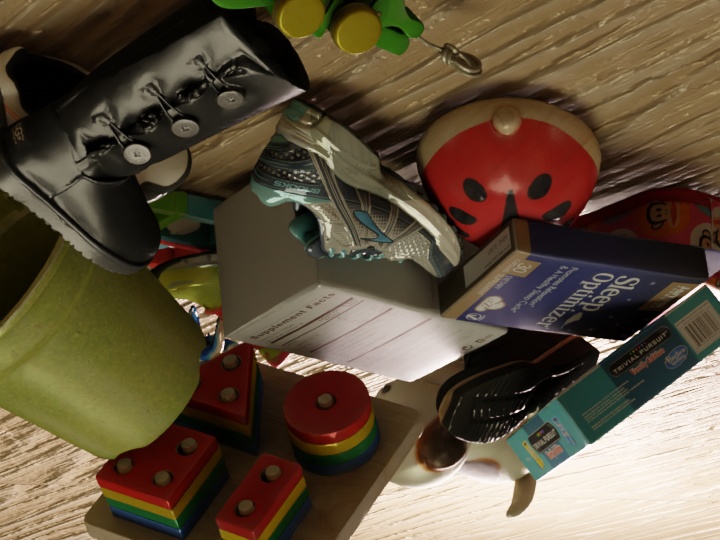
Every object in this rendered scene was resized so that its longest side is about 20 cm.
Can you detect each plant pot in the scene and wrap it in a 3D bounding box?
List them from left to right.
[{"bbox_3d":[-0.222,0.042,1.439,0.200,0.201,0.184,-16,135,37],"label":"plant pot"}]

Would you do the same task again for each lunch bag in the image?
[{"bbox_3d":[0.258,0.005,1.595,0.200,0.082,0.176,19,152,-37],"label":"lunch bag"}]

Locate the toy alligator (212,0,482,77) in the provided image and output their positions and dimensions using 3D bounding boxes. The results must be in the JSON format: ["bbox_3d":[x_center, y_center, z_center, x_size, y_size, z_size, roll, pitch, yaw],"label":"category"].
[{"bbox_3d":[0.000,-0.164,1.156,0.200,0.059,0.054,11,117,-31],"label":"toy alligator"}]

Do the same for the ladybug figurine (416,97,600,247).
[{"bbox_3d":[0.109,-0.065,1.410,0.136,0.072,0.200,-3,161,9],"label":"ladybug figurine"}]

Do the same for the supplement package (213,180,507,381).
[{"bbox_3d":[0.000,0.000,1.508,0.200,0.117,0.117,16,147,-39],"label":"supplement package"}]

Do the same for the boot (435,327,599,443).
[{"bbox_3d":[0.093,0.069,1.626,0.200,0.138,0.078,-11,133,-53],"label":"boot"}]

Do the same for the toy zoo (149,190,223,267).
[{"bbox_3d":[-0.127,-0.026,1.594,0.200,0.020,0.131,12,158,-31],"label":"toy zoo"}]

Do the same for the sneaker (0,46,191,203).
[{"bbox_3d":[-0.188,-0.096,1.313,0.080,0.074,0.200,-21,153,41],"label":"sneaker"}]

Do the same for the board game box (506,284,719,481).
[{"bbox_3d":[0.204,0.093,1.532,0.151,0.047,0.200,-35,173,-14],"label":"board game box"}]

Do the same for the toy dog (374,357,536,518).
[{"bbox_3d":[0.082,0.146,1.814,0.139,0.194,0.200,-5,-179,39],"label":"toy dog"}]

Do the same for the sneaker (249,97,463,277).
[{"bbox_3d":[-0.007,-0.042,1.394,0.200,0.086,0.078,39,180,-38],"label":"sneaker"}]

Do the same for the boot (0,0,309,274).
[{"bbox_3d":[-0.119,-0.088,1.255,0.200,0.066,0.165,-32,144,18],"label":"boot"}]

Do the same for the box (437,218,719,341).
[{"bbox_3d":[0.174,0.011,1.455,0.200,0.032,0.121,6,152,-24],"label":"box"}]

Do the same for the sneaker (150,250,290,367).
[{"bbox_3d":[-0.080,0.033,1.580,0.200,0.090,0.078,9,174,-24],"label":"sneaker"}]

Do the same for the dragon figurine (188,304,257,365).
[{"bbox_3d":[-0.143,0.071,1.716,0.099,0.059,0.200,32,167,19],"label":"dragon figurine"}]

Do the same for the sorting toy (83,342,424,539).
[{"bbox_3d":[-0.087,0.140,1.491,0.200,0.199,0.070,14,138,29],"label":"sorting toy"}]
